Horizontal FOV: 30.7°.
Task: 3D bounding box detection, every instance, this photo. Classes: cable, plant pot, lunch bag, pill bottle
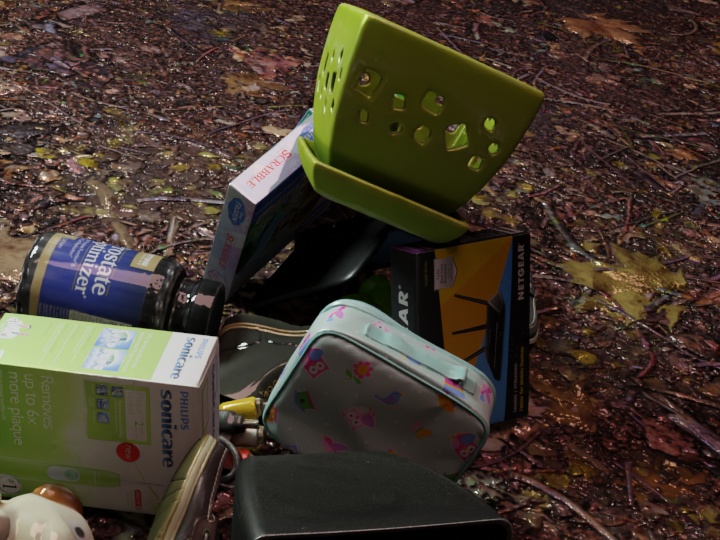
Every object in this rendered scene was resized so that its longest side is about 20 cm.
[{"bbox_3d":[-0.177,0.162,1.270,0.199,0.050,0.097,1,59,10],"label":"cable"},{"bbox_3d":[0.042,-0.146,1.329,0.198,0.182,0.200,22,11,-13],"label":"plant pot"},{"bbox_3d":[0.024,0.127,1.232,0.200,0.161,0.077,29,29,-4],"label":"lunch bag"},{"bbox_3d":[-0.249,0.033,1.377,0.199,0.112,0.112,12,30,3],"label":"pill bottle"},{"bbox_3d":[-0.020,0.244,1.031,0.199,0.200,0.177,-1,20,-20],"label":"plant pot"}]

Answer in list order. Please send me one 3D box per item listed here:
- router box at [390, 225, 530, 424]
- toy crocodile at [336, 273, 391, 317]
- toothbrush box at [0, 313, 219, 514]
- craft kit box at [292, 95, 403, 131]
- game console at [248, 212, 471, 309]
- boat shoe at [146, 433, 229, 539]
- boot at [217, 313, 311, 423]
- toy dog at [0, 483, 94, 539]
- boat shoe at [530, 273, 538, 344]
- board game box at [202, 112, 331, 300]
[{"bbox_3d":[0.105,0.064,1.355,0.149,0.201,0.051,-11,17,-32],"label":"router box"},{"bbox_3d":[0.054,0.040,1.528,0.200,0.062,0.068,-12,54,-39],"label":"toy crocodile"},{"bbox_3d":[-0.230,0.129,1.164,0.199,0.146,0.086,6,29,3],"label":"toothbrush box"},{"bbox_3d":[-0.036,-0.149,1.682,0.197,0.200,0.049,-28,75,-46],"label":"craft kit box"},{"bbox_3d":[0.000,0.000,1.502,0.175,0.117,0.200,20,-22,-35],"label":"game console"},{"bbox_3d":[-0.142,0.234,1.064,0.066,0.072,0.201,25,62,-11],"label":"boat shoe"},{"bbox_3d":[-0.064,0.117,1.347,0.199,0.078,0.138,3,32,12],"label":"boot"},{"bbox_3d":[-0.307,0.230,1.019,0.199,0.194,0.140,2,73,-17],"label":"toy dog"},{"bbox_3d":[0.177,0.017,1.598,0.073,0.062,0.200,6,30,-9],"label":"boat shoe"},{"bbox_3d":[-0.087,-0.085,1.494,0.041,0.200,0.200,39,57,10],"label":"board game box"}]
